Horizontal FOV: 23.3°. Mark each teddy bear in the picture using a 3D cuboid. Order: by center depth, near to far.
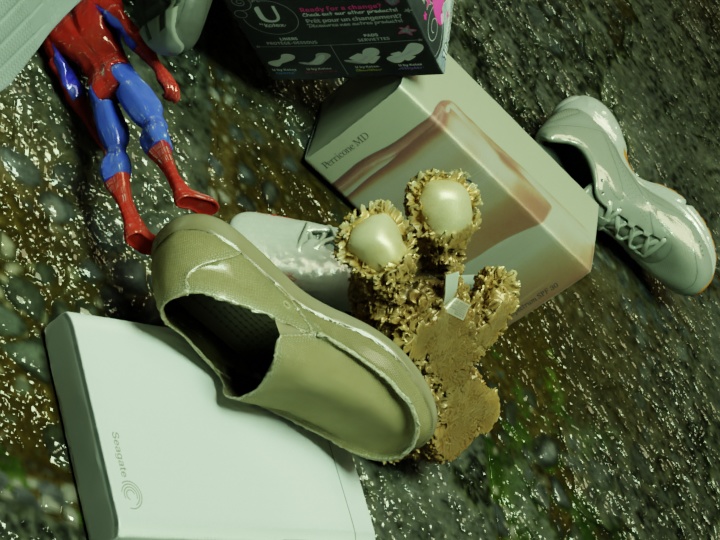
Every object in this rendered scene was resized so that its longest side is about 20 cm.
[{"bbox_3d":[0.033,0.027,1.078,0.145,0.067,0.200,-46,137,-17],"label":"teddy bear"}]

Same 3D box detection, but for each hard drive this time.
[{"bbox_3d":[-0.081,0.097,0.991,0.200,0.027,0.132,11,53,-47],"label":"hard drive"}]

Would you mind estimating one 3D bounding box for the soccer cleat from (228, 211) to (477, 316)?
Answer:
[{"bbox_3d":[0.000,0.000,1.125,0.200,0.085,0.069,26,43,-38],"label":"soccer cleat"}]

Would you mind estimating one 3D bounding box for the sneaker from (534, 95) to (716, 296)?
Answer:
[{"bbox_3d":[0.213,-0.050,1.469,0.200,0.076,0.092,49,40,3],"label":"sneaker"}]

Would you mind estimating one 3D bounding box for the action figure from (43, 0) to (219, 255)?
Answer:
[{"bbox_3d":[-0.144,-0.102,1.044,0.052,0.065,0.200,24,35,-55],"label":"action figure"}]

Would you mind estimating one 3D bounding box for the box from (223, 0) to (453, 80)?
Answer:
[{"bbox_3d":[-0.004,-0.243,1.173,0.115,0.132,0.201,53,41,-60],"label":"box"}]

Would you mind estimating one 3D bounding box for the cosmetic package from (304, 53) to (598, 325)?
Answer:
[{"bbox_3d":[0.068,-0.062,1.254,0.200,0.103,0.087,41,34,-19],"label":"cosmetic package"}]

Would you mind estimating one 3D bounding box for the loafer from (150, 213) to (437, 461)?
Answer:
[{"bbox_3d":[-0.043,0.052,0.994,0.200,0.076,0.068,36,38,-13],"label":"loafer"}]

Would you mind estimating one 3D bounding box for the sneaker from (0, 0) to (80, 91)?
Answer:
[{"bbox_3d":[-0.218,-0.158,1.009,0.071,0.073,0.200,19,42,19],"label":"sneaker"}]

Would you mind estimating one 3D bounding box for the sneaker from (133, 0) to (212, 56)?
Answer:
[{"bbox_3d":[-0.079,-0.215,1.060,0.079,0.075,0.201,24,67,-28],"label":"sneaker"}]
